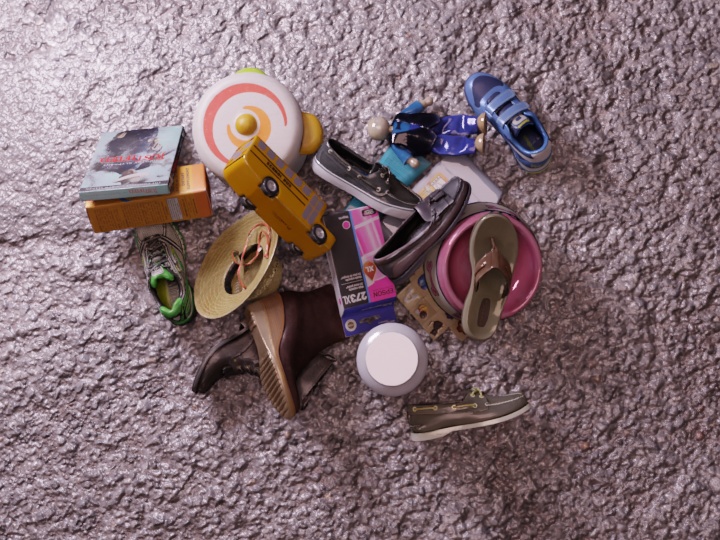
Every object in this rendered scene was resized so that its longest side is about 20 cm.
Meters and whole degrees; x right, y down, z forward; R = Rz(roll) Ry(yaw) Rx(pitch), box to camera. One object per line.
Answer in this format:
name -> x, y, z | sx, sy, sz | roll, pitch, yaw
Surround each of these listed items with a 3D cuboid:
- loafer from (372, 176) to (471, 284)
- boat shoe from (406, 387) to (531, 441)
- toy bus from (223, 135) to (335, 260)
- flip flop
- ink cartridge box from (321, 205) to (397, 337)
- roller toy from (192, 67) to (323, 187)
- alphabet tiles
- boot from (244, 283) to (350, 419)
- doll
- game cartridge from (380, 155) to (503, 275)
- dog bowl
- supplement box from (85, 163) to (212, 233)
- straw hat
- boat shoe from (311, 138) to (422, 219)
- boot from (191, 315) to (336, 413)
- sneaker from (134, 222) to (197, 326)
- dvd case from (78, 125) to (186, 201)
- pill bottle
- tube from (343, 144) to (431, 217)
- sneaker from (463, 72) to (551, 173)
loafer -> 0.097, -0.071, 1.590 | 0.063, 0.072, 0.201 | 36, 93, -31
boat shoe -> 0.173, 0.223, 1.621 | 0.200, 0.072, 0.061 | -15, 88, 5
toy bus -> -0.120, -0.108, 1.562 | 0.200, 0.065, 0.079 | 44, 46, -20
flip flop -> 0.201, 0.012, 1.552 | 0.080, 0.058, 0.202 | 11, 95, -10
ink cartridge box -> 0.000, 0.000, 1.631 | 0.094, 0.037, 0.202 | -13, 94, -16
roller toy -> -0.177, -0.223, 1.650 | 0.200, 0.140, 0.183 | 43, 88, 5
alphabet tiles -> 0.162, 0.012, 1.654 | 0.200, 0.006, 0.167 | -42, 101, -2
boot -> -0.083, 0.123, 1.602 | 0.165, 0.072, 0.202 | -11, 75, -31
doll -> 0.109, -0.233, 1.671 | 0.198, 0.049, 0.138 | 3, 66, 13
game cartridge -> 0.137, -0.092, 1.676 | 0.133, 0.042, 0.200 | 44, 87, 10
dog bowl -> 0.204, -0.008, 1.617 | 0.198, 0.074, 0.202 | -1, 96, -8
supplement box -> -0.346, -0.118, 1.643 | 0.198, 0.069, 0.067 | -10, 52, -2
straw hat -> -0.176, 0.007, 1.650 | 0.085, 0.201, 0.202 | 34, 85, -37
boat shoe -> 0.018, -0.147, 1.618 | 0.199, 0.069, 0.057 | 26, 127, -5
boot -> -0.157, 0.169, 1.640 | 0.174, 0.069, 0.200 | 42, 81, 6
sneaker -> -0.323, -0.010, 1.660 | 0.077, 0.085, 0.202 | -23, 80, 0
dvd case -> -0.369, -0.178, 1.644 | 0.144, 0.201, 0.022 | -5, 127, 3
pill bottle -> 0.050, 0.140, 1.571 | 0.111, 0.200, 0.113 | 0, 84, 2
tube -> 0.029, -0.128, 1.681 | 0.077, 0.050, 0.200 | 39, 82, 2
sneaker -> 0.249, -0.255, 1.665 | 0.074, 0.082, 0.200 | -40, 82, -1
